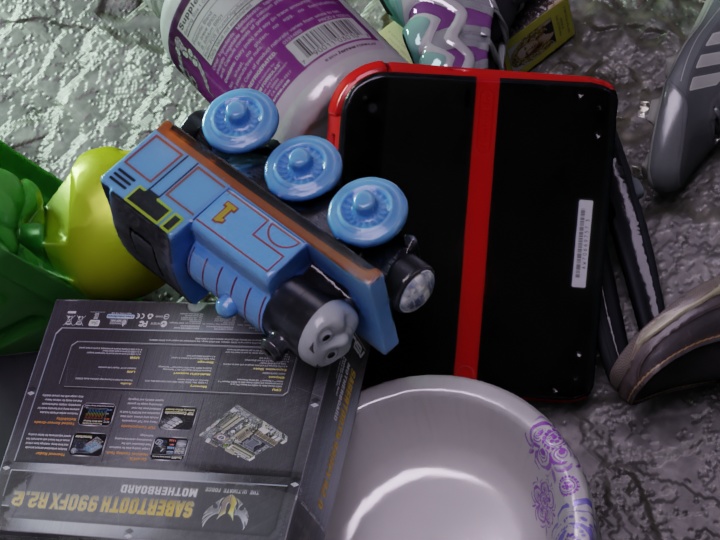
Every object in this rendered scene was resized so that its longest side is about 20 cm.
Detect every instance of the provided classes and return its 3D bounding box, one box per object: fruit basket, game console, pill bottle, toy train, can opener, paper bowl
[{"bbox_3d":[-0.188,-0.031,1.278,0.214,0.216,0.156,-30,60,-3],"label":"fruit basket"},{"bbox_3d":[0.063,-0.022,1.221,0.175,0.031,0.202,3,97,-8],"label":"game console"},{"bbox_3d":[-0.061,-0.149,1.306,0.112,0.112,0.200,-38,60,-8],"label":"pill bottle"},{"bbox_3d":[-0.052,-0.020,1.146,0.200,0.087,0.114,36,69,29],"label":"toy train"},{"bbox_3d":[0.158,-0.020,1.270,0.063,0.079,0.201,-18,69,0],"label":"can opener"},{"bbox_3d":[0.043,0.171,1.171,0.199,0.105,0.202,-6,62,10],"label":"paper bowl"}]

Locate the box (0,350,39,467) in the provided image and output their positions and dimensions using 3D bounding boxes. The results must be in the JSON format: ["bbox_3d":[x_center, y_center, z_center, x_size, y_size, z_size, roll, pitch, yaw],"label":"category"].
[{"bbox_3d":[-0.183,0.153,1.252,0.140,0.079,0.202,-5,62,7],"label":"box"}]

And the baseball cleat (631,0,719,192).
[{"bbox_3d":[0.253,-0.132,1.302,0.106,0.070,0.201,16,68,21],"label":"baseball cleat"}]

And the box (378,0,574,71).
[{"bbox_3d":[0.047,-0.137,1.366,0.200,0.050,0.075,-39,60,-8],"label":"box"}]

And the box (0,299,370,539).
[{"bbox_3d":[-0.106,0.097,1.173,0.198,0.048,0.160,0,58,22],"label":"box"}]

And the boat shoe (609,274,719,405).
[{"bbox_3d":[0.246,0.038,1.199,0.199,0.075,0.074,-24,66,-12],"label":"boat shoe"}]

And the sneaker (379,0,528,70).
[{"bbox_3d":[0.090,-0.176,1.303,0.139,0.078,0.201,-24,61,1],"label":"sneaker"}]
